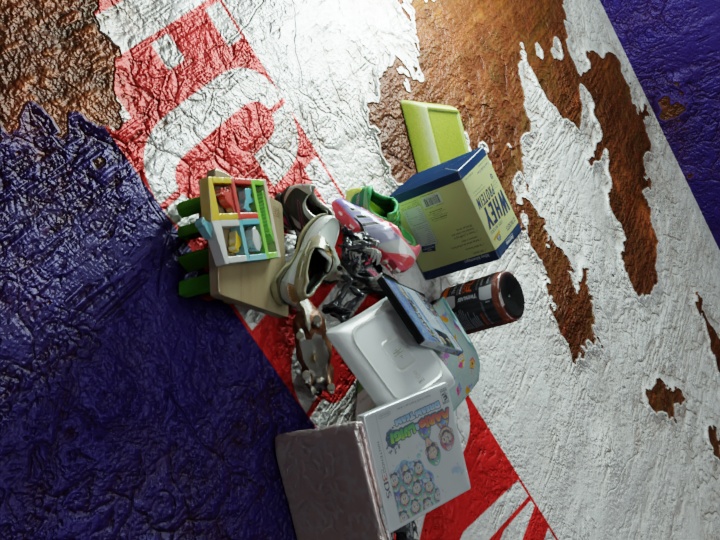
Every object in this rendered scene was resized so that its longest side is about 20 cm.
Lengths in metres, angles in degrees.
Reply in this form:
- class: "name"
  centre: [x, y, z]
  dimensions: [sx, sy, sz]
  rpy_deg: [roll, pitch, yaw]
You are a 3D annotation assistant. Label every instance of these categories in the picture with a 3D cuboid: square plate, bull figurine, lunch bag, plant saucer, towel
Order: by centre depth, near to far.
- class: "towel"
  centre: [-0.046, 0.342, 1.355]
  dimensions: [0.032, 0.198, 0.195]
  rpy_deg: [-11, 84, -49]
- class: "square plate"
  centre: [0.060, 0.147, 1.469]
  dimensions: [0.199, 0.028, 0.199]
  rpy_deg: [52, 40, 10]
- class: "bull figurine"
  centre: [-0.085, 0.120, 1.473]
  dimensions: [0.121, 0.064, 0.204]
  rpy_deg: [-124, -161, -83]
- class: "lunch bag"
  centre: [0.145, 0.184, 1.704]
  dimensions: [0.170, 0.121, 0.202]
  rpy_deg: [-36, 98, -50]
- class: "plant saucer"
  centre: [0.190, -0.301, 1.998]
  dimensions: [0.198, 0.047, 0.204]
  rpy_deg: [-7, 81, -50]

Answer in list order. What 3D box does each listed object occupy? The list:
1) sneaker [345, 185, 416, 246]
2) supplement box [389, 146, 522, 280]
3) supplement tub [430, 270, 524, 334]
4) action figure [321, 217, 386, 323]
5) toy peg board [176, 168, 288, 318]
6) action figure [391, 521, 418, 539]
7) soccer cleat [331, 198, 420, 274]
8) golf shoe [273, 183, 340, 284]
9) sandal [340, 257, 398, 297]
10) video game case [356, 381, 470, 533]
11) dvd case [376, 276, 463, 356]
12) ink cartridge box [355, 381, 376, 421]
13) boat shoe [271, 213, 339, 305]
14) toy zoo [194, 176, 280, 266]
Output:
- class: "sneaker"
  centre: [0.052, -0.096, 1.728]
  dimensions: [0.199, 0.083, 0.075]
  rpy_deg: [41, 48, -33]
- class: "supplement box"
  centre: [0.198, -0.117, 1.817]
  dimensions: [0.134, 0.198, 0.202]
  rpy_deg: [-42, 109, -47]
- class: "supplement tub"
  centre: [0.234, 0.075, 1.786]
  dimensions: [0.106, 0.198, 0.109]
  rpy_deg: [23, 58, -43]
- class: "action figure"
  centre: [0.000, 0.000, 1.547]
  dimensions: [0.119, 0.100, 0.203]
  rpy_deg: [58, 43, -53]
- class: "toy peg board"
  centre: [-0.214, -0.031, 1.405]
  dimensions: [0.198, 0.096, 0.204]
  rpy_deg: [25, 57, -60]
- class: "action figure"
  centre: [0.061, 0.394, 1.563]
  dimensions: [0.128, 0.069, 0.204]
  rpy_deg: [11, 61, -27]
- class: "soccer cleat"
  centre: [0.029, -0.078, 1.673]
  dimensions: [0.200, 0.067, 0.077]
  rpy_deg: [42, 74, -5]
- class: "golf shoe"
  centre: [-0.080, -0.064, 1.560]
  dimensions: [0.202, 0.087, 0.077]
  rpy_deg: [59, 39, -19]
- class: "sandal"
  centre: [0.032, 0.009, 1.683]
  dimensions: [0.198, 0.045, 0.076]
  rpy_deg: [24, 41, -46]
- class: "video game case"
  centre: [0.089, 0.294, 1.379]
  dimensions: [0.198, 0.023, 0.186]
  rpy_deg: [-14, 91, -42]
- class: "dvd case"
  centre: [0.111, 0.085, 1.562]
  dimensions: [0.144, 0.017, 0.199]
  rpy_deg: [56, 15, 25]
- class: "ink cartridge box"
  centre: [0.061, 0.250, 1.519]
  dimensions: [0.083, 0.145, 0.203]
  rpy_deg: [27, 42, -23]
- class: "boat shoe"
  centre: [-0.075, -0.018, 1.454]
  dimensions: [0.075, 0.067, 0.202]
  rpy_deg: [58, 44, -36]
- class: "toy zoo"
  centre: [-0.192, -0.077, 1.333]
  dimensions: [0.199, 0.020, 0.134]
  rpy_deg: [-8, 87, -66]
